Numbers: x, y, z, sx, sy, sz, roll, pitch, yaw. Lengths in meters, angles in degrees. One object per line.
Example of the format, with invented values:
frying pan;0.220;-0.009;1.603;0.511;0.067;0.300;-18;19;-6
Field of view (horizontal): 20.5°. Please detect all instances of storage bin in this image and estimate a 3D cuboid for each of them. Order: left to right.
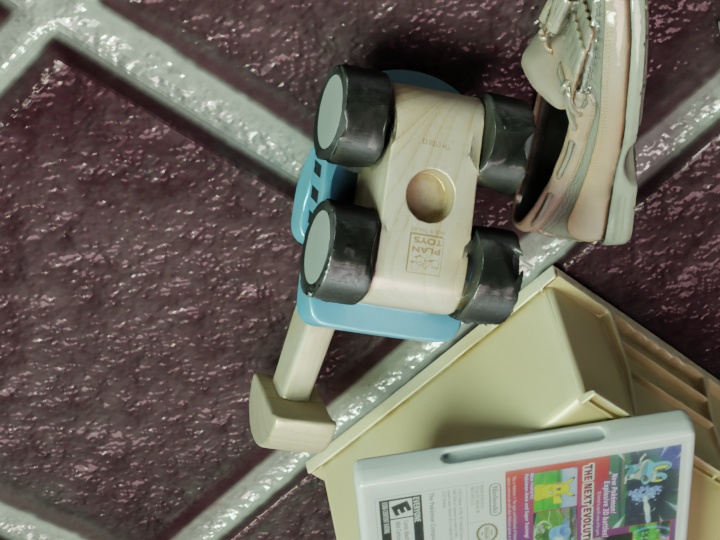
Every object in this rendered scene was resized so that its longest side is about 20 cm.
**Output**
storage bin;0.112;0.129;1.161;0.198;0.094;0.200;32;120;-35

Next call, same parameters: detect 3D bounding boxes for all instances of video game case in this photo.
video game case;0.091;0.162;1.107;0.181;0.023;0.201;-8;133;-4

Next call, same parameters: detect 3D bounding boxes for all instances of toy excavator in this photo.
toy excavator;0.000;0.000;1.016;0.099;0.200;0.196;8;87;-18

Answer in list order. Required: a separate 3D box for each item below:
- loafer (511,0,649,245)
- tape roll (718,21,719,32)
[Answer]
loafer;0.105;-0.086;0.974;0.063;0.072;0.201;-4;137;1
tape roll;0.280;-0.132;0.986;0.202;0.037;0.203;-7;134;-7
